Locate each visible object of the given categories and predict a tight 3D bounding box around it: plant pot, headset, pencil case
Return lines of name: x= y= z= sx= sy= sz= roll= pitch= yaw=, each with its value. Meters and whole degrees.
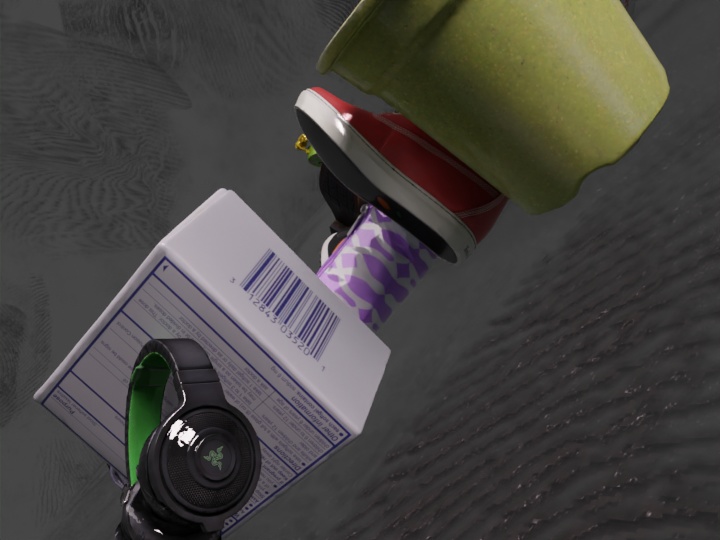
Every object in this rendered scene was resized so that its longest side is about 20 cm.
plant pot: x=0.101 y=-0.147 z=0.518 sx=0.201 sy=0.184 sz=0.201 roll=-45 pitch=9 yaw=10
headset: x=-0.113 y=0.133 z=0.437 sx=0.125 sy=0.092 sz=0.202 roll=-60 pitch=43 yaw=35
pencil case: x=-0.019 y=0.028 z=0.674 sx=0.201 sy=0.085 sz=0.084 roll=-50 pitch=22 yaw=-5

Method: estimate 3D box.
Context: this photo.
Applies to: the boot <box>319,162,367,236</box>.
boot: x=0.005 y=-0.106 z=0.985 sx=0.097 sy=0.074 sz=0.202 roll=-42 pitch=-29 yaw=-25

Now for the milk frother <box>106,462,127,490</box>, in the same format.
milk frother: x=-0.250 y=0.154 z=0.904 sx=0.181 sy=0.200 sz=0.188 roll=-46 pitch=8 yaw=-22

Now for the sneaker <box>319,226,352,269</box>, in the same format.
sneaker: x=0.000 y=0.000 z=0.814 sx=0.089 sy=0.071 sz=0.201 roll=-26 pitch=17 yaw=23

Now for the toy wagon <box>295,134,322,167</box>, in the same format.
toy wagon: x=0.008 y=-0.144 z=1.013 sx=0.155 sy=0.196 sz=0.041 roll=144 pitch=127 yaw=-62

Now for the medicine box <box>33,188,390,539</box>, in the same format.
medicine box: x=-0.110 y=0.080 z=0.574 sx=0.200 sy=0.182 sz=0.103 roll=-42 pitch=9 yaw=30

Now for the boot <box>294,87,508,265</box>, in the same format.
boot: x=0.052 y=-0.119 z=0.636 sx=0.145 sy=0.199 sz=0.073 roll=-48 pitch=-16 yaw=-11

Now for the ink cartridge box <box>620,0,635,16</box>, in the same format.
ink cartridge box: x=0.170 y=-0.233 z=0.694 sx=0.201 sy=0.083 sz=0.146 roll=-50 pitch=-26 yaw=-12
